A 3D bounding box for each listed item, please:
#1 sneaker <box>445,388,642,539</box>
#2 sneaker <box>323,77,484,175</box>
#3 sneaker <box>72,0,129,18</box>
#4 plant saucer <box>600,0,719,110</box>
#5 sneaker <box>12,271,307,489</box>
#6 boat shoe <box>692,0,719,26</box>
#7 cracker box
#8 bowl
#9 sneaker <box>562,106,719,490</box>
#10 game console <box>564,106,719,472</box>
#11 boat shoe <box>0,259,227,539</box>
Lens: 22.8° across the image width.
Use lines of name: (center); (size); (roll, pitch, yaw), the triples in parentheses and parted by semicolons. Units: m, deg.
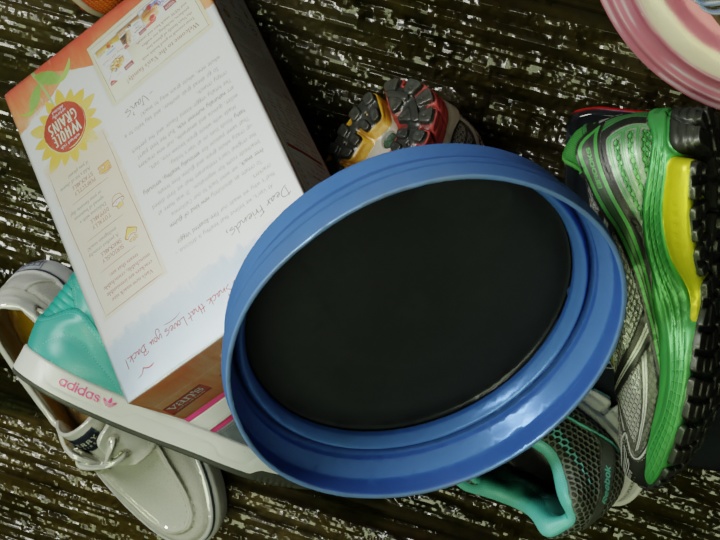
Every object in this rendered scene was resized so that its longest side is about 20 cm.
sneaker: (0.060, 0.072, 0.969); (0.199, 0.091, 0.078); (31, 122, 14)
sneaker: (0.000, 0.000, 0.952); (0.082, 0.078, 0.201); (27, 106, -42)
sneaker: (-0.133, -0.202, 0.898); (0.076, 0.074, 0.201); (-2, 144, 9)
plant saucer: (0.204, -0.165, 0.859); (0.198, 0.051, 0.202); (7, 114, 15)
sneaker: (-0.085, 0.041, 1.018); (0.199, 0.084, 0.122); (25, 91, -26)
boat shoe: (0.160, -0.150, 0.787); (0.072, 0.073, 0.200); (-20, 123, 32)
cracker box: (-0.090, -0.044, 0.926); (0.133, 0.058, 0.201); (-34, 63, 17)
bowl: (0.028, 0.025, 0.858); (0.199, 0.040, 0.202); (-10, 131, -12)
sneaker: (0.146, 0.015, 0.922); (0.084, 0.078, 0.202); (4, 105, 28)
game console: (0.192, 0.015, 0.950); (0.175, 0.031, 0.202); (6, 113, 14)
boat shoe: (-0.154, 0.090, 1.062); (0.071, 0.070, 0.201); (-26, 103, 24)
